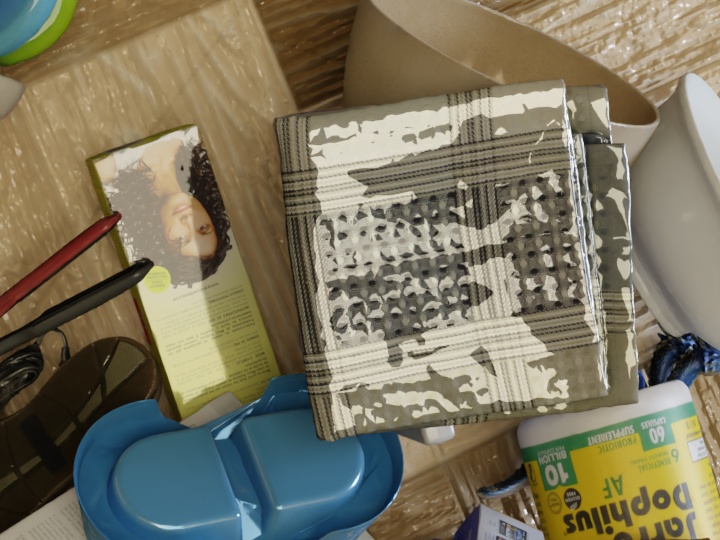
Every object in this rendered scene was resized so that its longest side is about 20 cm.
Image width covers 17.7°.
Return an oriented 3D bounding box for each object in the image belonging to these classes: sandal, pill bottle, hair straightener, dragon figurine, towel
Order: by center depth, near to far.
[{"bbox_3d":[0.060,-0.006,1.317,0.199,0.035,0.194,-7,95,-6],"label":"towel"},{"bbox_3d":[-0.198,0.113,1.422,0.200,0.055,0.082,-40,67,10],"label":"sandal"},{"bbox_3d":[-0.207,0.051,1.422,0.200,0.041,0.077,-36,97,6],"label":"hair straightener"},{"bbox_3d":[0.174,0.177,1.431,0.112,0.113,0.201,-13,86,-13],"label":"pill bottle"},{"bbox_3d":[0.158,0.093,1.528,0.199,0.059,0.100,-9,95,-14],"label":"dragon figurine"}]

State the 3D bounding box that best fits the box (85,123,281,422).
[{"bbox_3d":[-0.107,0.013,1.462,0.075,0.050,0.201,-21,98,-12],"label":"box"}]

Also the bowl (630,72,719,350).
[{"bbox_3d":[0.220,-0.020,1.491,0.090,0.201,0.202,-28,100,18],"label":"bowl"}]

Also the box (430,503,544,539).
[{"bbox_3d":[0.131,0.232,1.501,0.199,0.119,0.042,27,128,-16],"label":"box"}]

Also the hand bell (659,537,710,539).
[{"bbox_3d":[0.113,0.193,1.349,0.199,0.104,0.105,-18,97,-6],"label":"hand bell"}]

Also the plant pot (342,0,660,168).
[{"bbox_3d":[0.069,-0.077,1.442,0.199,0.200,0.135,19,108,-14],"label":"plant pot"}]

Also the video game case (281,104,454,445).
[{"bbox_3d":[0.000,0.000,1.420,0.023,0.182,0.201,-15,96,-15],"label":"video game case"}]

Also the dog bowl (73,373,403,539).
[{"bbox_3d":[-0.073,0.128,1.368,0.199,0.050,0.112,-10,55,-21],"label":"dog bowl"}]

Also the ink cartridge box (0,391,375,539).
[{"bbox_3d":[-0.104,0.184,1.377,0.200,0.057,0.163,-30,65,-37],"label":"ink cartridge box"}]

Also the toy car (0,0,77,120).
[{"bbox_3d":[-0.260,-0.184,1.361,0.199,0.150,0.176,17,88,-14],"label":"toy car"}]
